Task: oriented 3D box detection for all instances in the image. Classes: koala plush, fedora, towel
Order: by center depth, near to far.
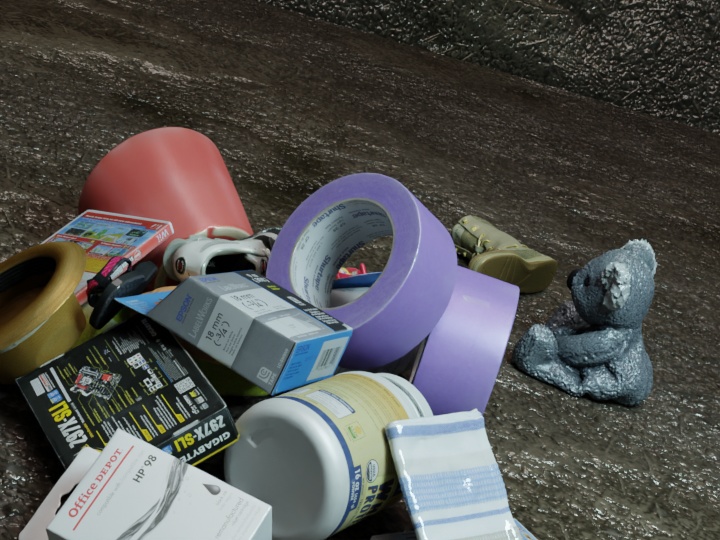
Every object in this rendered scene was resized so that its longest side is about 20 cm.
[{"bbox_3d":[0.100,0.234,1.479,0.146,0.024,0.201,1,66,-48],"label":"towel"},{"bbox_3d":[-0.350,0.056,1.564,0.082,0.200,0.201,55,3,-29],"label":"fedora"},{"bbox_3d":[0.333,0.059,2.039,0.183,0.201,0.177,26,22,19],"label":"koala plush"}]

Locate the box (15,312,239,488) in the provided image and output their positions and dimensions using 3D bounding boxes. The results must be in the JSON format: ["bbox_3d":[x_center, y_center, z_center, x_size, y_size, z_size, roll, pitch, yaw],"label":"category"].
[{"bbox_3d":[-0.229,0.134,1.478,0.159,0.050,0.200,-31,39,-14],"label":"box"}]

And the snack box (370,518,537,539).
[{"bbox_3d":[0.103,0.286,1.526,0.199,0.024,0.072,1,26,-39],"label":"snack box"}]

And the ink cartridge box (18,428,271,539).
[{"bbox_3d":[-0.189,0.220,1.312,0.199,0.067,0.116,24,56,14],"label":"ink cartridge box"}]

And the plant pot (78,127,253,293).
[{"bbox_3d":[-0.224,-0.048,1.870,0.199,0.201,0.178,2,36,-38],"label":"plant pot"}]

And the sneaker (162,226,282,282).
[{"bbox_3d":[-0.123,-0.004,1.770,0.199,0.075,0.088,-8,17,-35],"label":"sneaker"}]

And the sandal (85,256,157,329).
[{"bbox_3d":[-0.261,0.015,1.611,0.045,0.075,0.200,43,5,-4],"label":"sandal"}]

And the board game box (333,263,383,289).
[{"bbox_3d":[-0.035,0.014,1.883,0.157,0.039,0.200,-8,-13,-22],"label":"board game box"}]

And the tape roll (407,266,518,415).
[{"bbox_3d":[0.108,0.100,1.723,0.084,0.201,0.200,18,21,2],"label":"tape roll"}]

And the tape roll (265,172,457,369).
[{"bbox_3d":[0.000,0.000,1.659,0.200,0.200,0.085,39,-1,43],"label":"tape roll"}]

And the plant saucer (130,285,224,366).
[{"bbox_3d":[-0.153,0.059,1.670,0.199,0.033,0.200,16,12,-3],"label":"plant saucer"}]

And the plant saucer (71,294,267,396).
[{"bbox_3d":[-0.224,0.076,1.684,0.199,0.048,0.199,6,17,-42],"label":"plant saucer"}]

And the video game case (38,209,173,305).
[{"bbox_3d":[-0.327,-0.007,1.731,0.142,0.018,0.200,9,37,37],"label":"video game case"}]

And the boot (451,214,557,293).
[{"bbox_3d":[0.189,-0.025,2.306,0.155,0.073,0.199,34,24,34],"label":"boot"}]

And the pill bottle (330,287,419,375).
[{"bbox_3d":[-0.005,0.078,1.826,0.199,0.114,0.113,-2,29,-43],"label":"pill bottle"}]

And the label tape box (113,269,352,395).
[{"bbox_3d":[-0.126,0.044,1.541,0.199,0.064,0.144,30,13,18],"label":"label tape box"}]

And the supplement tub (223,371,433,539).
[{"bbox_3d":[-0.025,0.181,1.509,0.144,0.145,0.199,30,24,27],"label":"supplement tub"}]
